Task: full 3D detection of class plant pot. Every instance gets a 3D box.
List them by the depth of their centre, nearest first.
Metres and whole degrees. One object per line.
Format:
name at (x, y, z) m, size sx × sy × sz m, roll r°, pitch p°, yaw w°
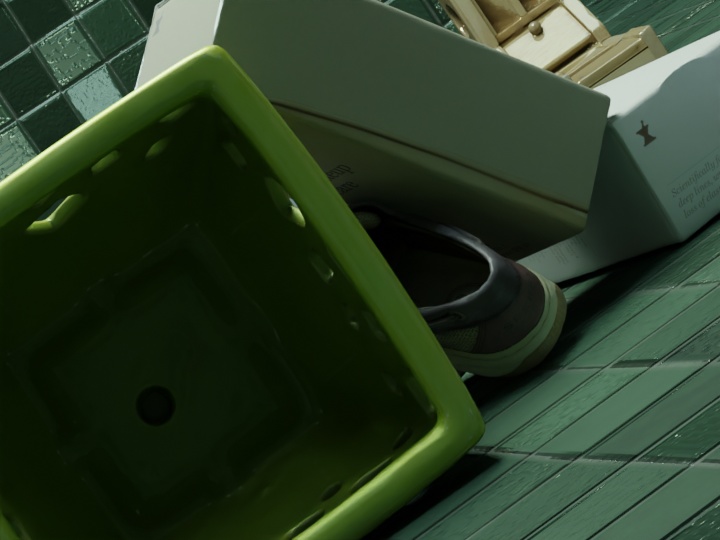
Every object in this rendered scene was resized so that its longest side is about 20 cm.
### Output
plant pot at (-0.085, 0.048, 1.262) m, size 0.200 × 0.199 × 0.181 m, roll -35°, pitch -1°, yaw -6°

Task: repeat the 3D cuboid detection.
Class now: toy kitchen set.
toy kitchen set at (0.092, -0.159, 2.097) m, size 0.163 × 0.181 × 0.200 m, roll -35°, pitch 6°, yaw -6°

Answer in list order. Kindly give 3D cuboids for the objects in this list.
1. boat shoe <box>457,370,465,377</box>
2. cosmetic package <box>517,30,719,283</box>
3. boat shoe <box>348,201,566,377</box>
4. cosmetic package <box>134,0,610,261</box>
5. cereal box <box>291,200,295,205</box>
boat shoe at (-0.019, 0.050, 1.462) m, size 0.199 × 0.073 × 0.072 m, roll -20°, pitch -4°, yaw 28°
cosmetic package at (0.128, -0.051, 1.492) m, size 0.102 × 0.074 × 0.200 m, roll -36°, pitch 8°, yaw -24°
boat shoe at (0.000, 0.000, 1.367) m, size 0.199 × 0.065 × 0.072 m, roll 12°, pitch 63°, yaw 37°
cosmetic package at (0.004, -0.072, 1.380) m, size 0.103 × 0.199 × 0.073 m, roll -27°, pitch 47°, yaw 62°
cereal box at (-0.077, -0.001, 1.886) m, size 0.200 × 0.144 × 0.040 m, roll -29°, pitch 5°, yaw 32°
